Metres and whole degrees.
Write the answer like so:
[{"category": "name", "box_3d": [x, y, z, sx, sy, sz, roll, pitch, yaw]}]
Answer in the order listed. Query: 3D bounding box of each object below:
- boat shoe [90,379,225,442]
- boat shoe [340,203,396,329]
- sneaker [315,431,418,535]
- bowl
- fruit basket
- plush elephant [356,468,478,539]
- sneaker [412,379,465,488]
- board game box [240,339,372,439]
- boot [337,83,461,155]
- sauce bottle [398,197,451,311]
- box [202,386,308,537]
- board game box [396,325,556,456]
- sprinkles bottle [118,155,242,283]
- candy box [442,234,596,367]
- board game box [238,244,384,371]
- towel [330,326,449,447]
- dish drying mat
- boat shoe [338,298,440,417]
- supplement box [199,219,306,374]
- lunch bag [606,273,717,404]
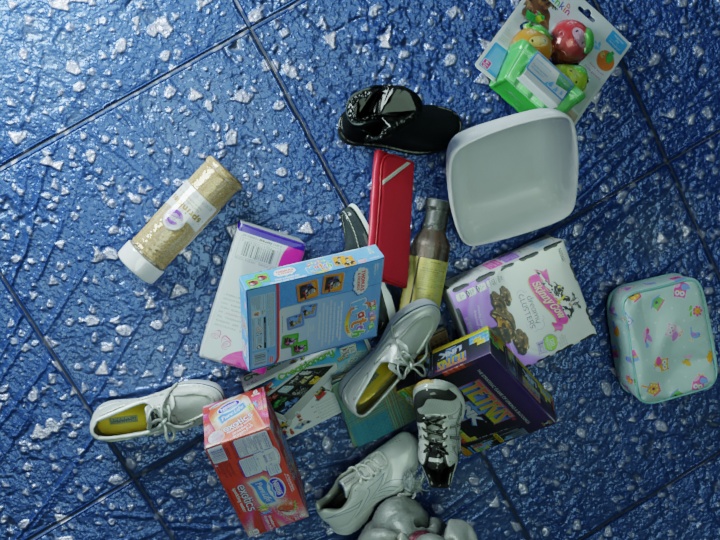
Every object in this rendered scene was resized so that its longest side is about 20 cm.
[{"category": "boat shoe", "box_3d": [-0.302, 0.214, 1.186, 0.200, 0.086, 0.075, -8, 99, -7]}, {"category": "boat shoe", "box_3d": [0.000, 0.000, 1.217, 0.060, 0.076, 0.201, -21, 100, -11]}, {"category": "sneaker", "box_3d": [0.014, 0.330, 1.251, 0.200, 0.074, 0.087, -47, 138, -2]}, {"category": "bowl", "box_3d": [0.220, -0.149, 1.202, 0.198, 0.075, 0.201, -17, 132, -3]}, {"category": "fruit basket", "box_3d": [0.298, -0.328, 1.210, 0.185, 0.094, 0.200, 39, 87, -12]}, {"category": "plush elephant", "box_3d": [0.086, 0.427, 1.213, 0.164, 0.155, 0.201, 2, 121, -25]}, {"category": "sneaker", "box_3d": [0.118, 0.244, 1.172, 0.075, 0.088, 0.201, -3, 133, 13]}, {"category": "board game box", "box_3d": [-0.068, 0.174, 1.230, 0.199, 0.035, 0.127, -25, 122, -5]}, {"category": "boot", "box_3d": [0.068, -0.215, 1.148, 0.198, 0.168, 0.077, 1, 91, -9]}, {"category": "sauce bottle", "box_3d": [0.105, -0.009, 1.235, 0.064, 0.065, 0.202, 12, 90, -10]}, {"category": "box", "box_3d": [-0.155, 0.286, 1.188, 0.099, 0.096, 0.201, -18, 123, -2]}, {"category": "board game box", "box_3d": [0.177, 0.190, 1.214, 0.165, 0.057, 0.200, -27, 126, 27]}, {"category": "sprinkles bottle", "box_3d": [-0.263, -0.074, 1.170, 0.068, 0.068, 0.200, 43, 89, -12]}, {"category": "candy box", "box_3d": [0.249, 0.061, 1.265, 0.199, 0.072, 0.169, -24, 102, -4]}, {"category": "board game box", "box_3d": [-0.067, 0.053, 1.112, 0.199, 0.037, 0.152, -13, 132, -20]}, {"category": "towel", "box_3d": [0.059, 0.184, 1.250, 0.199, 0.022, 0.147, -24, 122, -12]}, {"category": "dish drying mat", "box_3d": [0.047, -0.079, 1.196, 0.076, 0.018, 0.202, 16, 70, -36]}, {"category": "boat shoe", "box_3d": [0.053, 0.133, 1.160, 0.202, 0.086, 0.075, -46, 121, 1]}, {"category": "supplement box", "box_3d": [-0.161, 0.037, 1.184, 0.101, 0.103, 0.201, 18, 94, -12]}, {"category": "lunch bag", "box_3d": [0.497, 0.112, 1.310, 0.159, 0.077, 0.201, -15, 100, -8]}]
